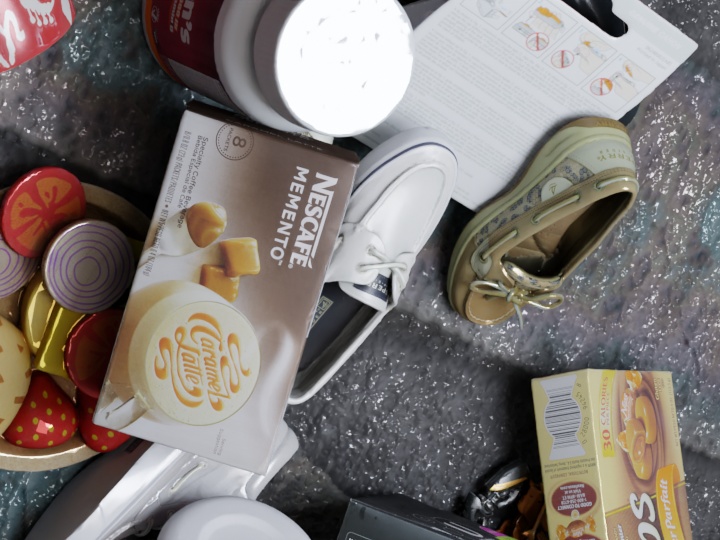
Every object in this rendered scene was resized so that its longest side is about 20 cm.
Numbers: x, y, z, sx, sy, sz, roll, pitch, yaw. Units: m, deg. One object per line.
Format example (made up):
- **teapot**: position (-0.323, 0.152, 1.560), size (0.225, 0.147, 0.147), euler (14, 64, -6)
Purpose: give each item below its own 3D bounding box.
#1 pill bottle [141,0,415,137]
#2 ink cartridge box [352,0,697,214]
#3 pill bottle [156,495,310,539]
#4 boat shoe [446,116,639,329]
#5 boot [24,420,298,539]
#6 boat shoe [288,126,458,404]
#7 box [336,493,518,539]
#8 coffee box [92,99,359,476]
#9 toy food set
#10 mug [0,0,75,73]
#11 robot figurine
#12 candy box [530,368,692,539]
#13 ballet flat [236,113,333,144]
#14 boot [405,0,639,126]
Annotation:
- **pill bottle**: position (-0.051, -0.145, 1.249), size (0.109, 0.200, 0.110), euler (-7, 107, -25)
- **ink cartridge box**: position (0.095, -0.136, 1.355), size (0.160, 0.047, 0.200), euler (30, 124, -30)
- **pill bottle**: position (-0.101, 0.251, 1.358), size (0.112, 0.113, 0.201), euler (-2, 134, -26)
- **boat shoe**: position (0.121, -0.020, 1.400), size (0.073, 0.063, 0.200), euler (6, 139, -26)
- **boot**: position (-0.128, 0.154, 1.367), size (0.200, 0.073, 0.096), euler (-44, 112, -10)
- **boat shoe**: position (0.000, 0.000, 1.327), size (0.072, 0.066, 0.200), euler (33, 105, -33)
- **box**: position (0.032, 0.267, 1.408), size (0.124, 0.148, 0.201), euler (19, 89, 15)
- **coffee box**: position (-0.081, 0.009, 1.268), size (0.114, 0.080, 0.201), euler (18, 98, -3)
- **toy food set**: position (-0.201, 0.035, 1.312), size (0.199, 0.049, 0.199), euler (18, 95, -29)
- **mug**: position (-0.229, -0.226, 1.180), size (0.177, 0.133, 0.201), euler (-27, 118, -15)
- **robot figurine**: position (0.114, 0.241, 1.522), size (0.145, 0.058, 0.201), euler (31, 90, -29)
- **candy box**: position (0.185, 0.173, 1.479), size (0.115, 0.055, 0.201), euler (5, 77, -49)
- **ballet flat**: position (-0.028, -0.054, 1.374), size (0.200, 0.068, 0.076), euler (51, 58, -34)
- **boot**: position (0.104, -0.186, 1.387), size (0.167, 0.076, 0.201), euler (-10, 105, -26)
